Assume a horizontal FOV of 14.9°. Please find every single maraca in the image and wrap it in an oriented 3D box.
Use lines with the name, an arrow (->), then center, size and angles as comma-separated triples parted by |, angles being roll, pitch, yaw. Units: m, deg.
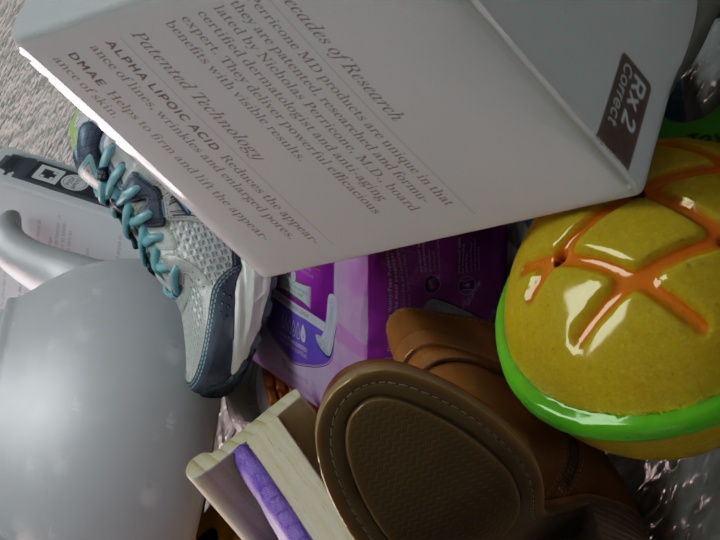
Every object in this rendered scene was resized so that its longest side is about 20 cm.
maraca -> 0.122, -0.004, 1.081 | 0.136, 0.107, 0.201 | -4, 39, 16

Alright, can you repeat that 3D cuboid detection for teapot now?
teapot -> -0.149, 0.083, 1.380 | 0.200, 0.145, 0.199 | -129, 50, -81

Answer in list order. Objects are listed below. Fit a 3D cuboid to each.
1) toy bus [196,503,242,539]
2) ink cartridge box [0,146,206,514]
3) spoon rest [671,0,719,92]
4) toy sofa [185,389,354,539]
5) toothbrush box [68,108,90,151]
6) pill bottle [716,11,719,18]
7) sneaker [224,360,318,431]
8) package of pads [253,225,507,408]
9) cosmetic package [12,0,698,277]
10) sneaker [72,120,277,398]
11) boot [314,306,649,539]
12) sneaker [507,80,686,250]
toy bus -> -0.036, 0.182, 1.312 | 0.078, 0.065, 0.201 | -52, 27, 32
ink cartridge box -> -0.170, 0.036, 1.516 | 0.043, 0.199, 0.199 | -54, -22, -57
spoon rest -> 0.133, -0.098, 1.120 | 0.199, 0.099, 0.061 | -2, 110, 43
toy sofa -> -0.012, 0.149, 1.187 | 0.097, 0.083, 0.200 | -38, 36, -1
toothbrush box -> -0.051, -0.115, 1.518 | 0.201, 0.145, 0.086 | -58, 23, 18
pill bottle -> 0.156, -0.217, 1.197 | 0.113, 0.112, 0.201 | -23, 48, 59
sneaker -> -0.032, 0.068, 1.422 | 0.200, 0.075, 0.092 | -98, 26, -59
package of pads -> 0.000, 0.000, 1.274 | 0.200, 0.075, 0.121 | -149, 56, -66
cosmetic package -> 0.007, -0.121, 1.074 | 0.199, 0.165, 0.166 | -13, 46, 39
sneaker -> -0.093, -0.036, 1.292 | 0.078, 0.086, 0.201 | 133, 133, -62
boot -> 0.040, 0.057, 1.093 | 0.077, 0.200, 0.156 | -45, 37, 19
sneaker -> 0.101, -0.023, 1.205 | 0.081, 0.076, 0.201 | 121, 163, -44
